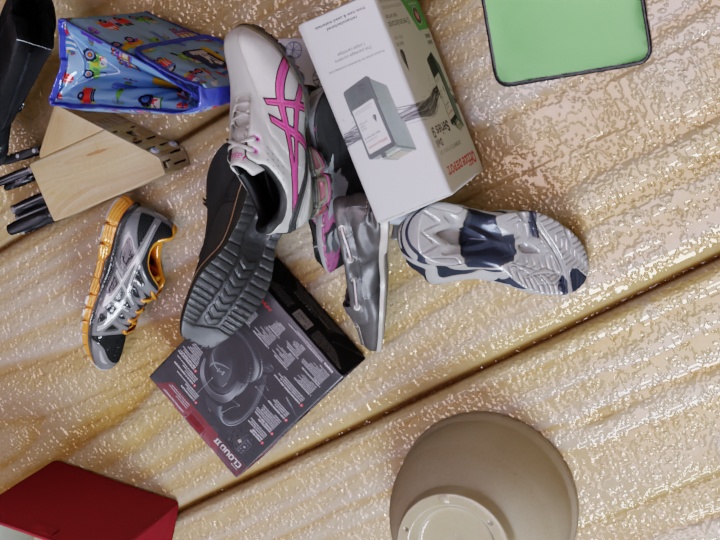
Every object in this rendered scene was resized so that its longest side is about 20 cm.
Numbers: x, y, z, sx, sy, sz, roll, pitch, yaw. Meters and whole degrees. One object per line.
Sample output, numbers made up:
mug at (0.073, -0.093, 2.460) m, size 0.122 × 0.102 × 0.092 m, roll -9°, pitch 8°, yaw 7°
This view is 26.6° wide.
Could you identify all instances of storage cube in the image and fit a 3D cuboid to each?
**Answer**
storage cube at (-0.329, 0.340, 1.720) m, size 0.198 × 0.180 × 0.173 m, roll 15°, pitch 108°, yaw 18°

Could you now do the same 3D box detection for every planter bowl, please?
planter bowl at (0.113, 0.261, 1.558) m, size 0.198 × 0.135 × 0.203 m, roll 5°, pitch 104°, yaw 19°

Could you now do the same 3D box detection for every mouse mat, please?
mouse mat at (0.189, -0.286, 1.467) m, size 0.159 × 0.008 × 0.202 m, roll -7°, pitch 99°, yaw 22°

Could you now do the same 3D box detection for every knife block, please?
knife block at (-0.305, -0.089, 1.670) m, size 0.199 × 0.064 × 0.177 m, roll 26°, pitch 111°, yaw 13°

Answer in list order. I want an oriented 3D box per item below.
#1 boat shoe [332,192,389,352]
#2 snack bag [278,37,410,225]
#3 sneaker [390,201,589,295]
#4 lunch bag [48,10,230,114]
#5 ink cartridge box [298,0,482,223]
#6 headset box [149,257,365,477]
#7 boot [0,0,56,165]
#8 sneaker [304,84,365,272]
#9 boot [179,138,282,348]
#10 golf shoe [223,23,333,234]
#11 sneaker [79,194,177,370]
boat shoe at (0.000, 0.000, 1.546) m, size 0.056 × 0.067 × 0.201 m, roll 4°, pitch 131°, yaw 3°
snack bag at (-0.019, -0.141, 1.573) m, size 0.187 × 0.021 × 0.202 m, roll 2°, pitch 104°, yaw 20°
sneaker at (0.120, -0.022, 1.524) m, size 0.197 × 0.129 × 0.080 m, roll 5°, pitch 90°, yaw -21°
lunch bag at (-0.187, -0.193, 1.539) m, size 0.198 × 0.150 × 0.095 m, roll 18°, pitch 109°, yaw 24°
ink cartridge box at (0.034, -0.161, 1.460) m, size 0.083 × 0.146 × 0.202 m, roll -20°, pitch 96°, yaw 21°
headset box at (-0.118, 0.111, 1.640) m, size 0.149 × 0.077 × 0.200 m, roll 47°, pitch 115°, yaw 5°
boot at (-0.381, -0.232, 1.603) m, size 0.200 × 0.065 × 0.166 m, roll -56°, pitch 49°, yaw 47°
sneaker at (-0.037, -0.101, 1.549) m, size 0.086 × 0.080 × 0.202 m, roll 26°, pitch 128°, yaw 45°
boot at (-0.142, -0.032, 1.579) m, size 0.077 × 0.138 × 0.201 m, roll 27°, pitch 94°, yaw -32°
golf shoe at (-0.090, -0.132, 1.444) m, size 0.072 × 0.092 × 0.202 m, roll -8°, pitch 107°, yaw 41°
sneaker at (-0.255, 0.021, 1.674) m, size 0.076 × 0.078 × 0.202 m, roll 16°, pitch 112°, yaw 3°
